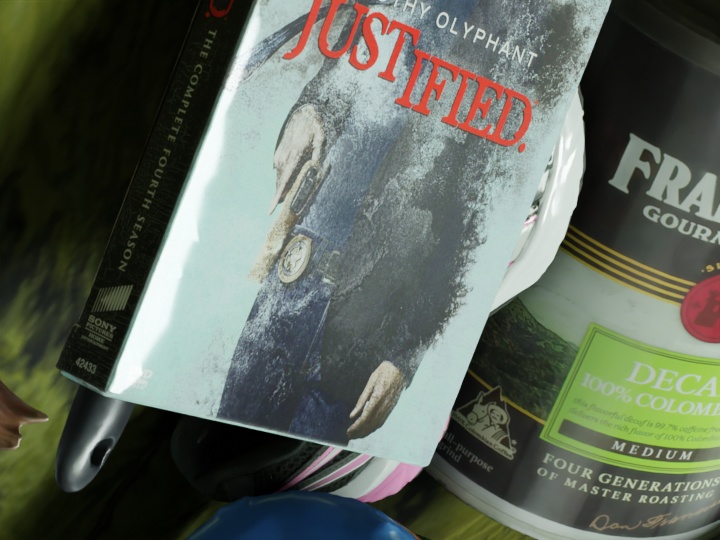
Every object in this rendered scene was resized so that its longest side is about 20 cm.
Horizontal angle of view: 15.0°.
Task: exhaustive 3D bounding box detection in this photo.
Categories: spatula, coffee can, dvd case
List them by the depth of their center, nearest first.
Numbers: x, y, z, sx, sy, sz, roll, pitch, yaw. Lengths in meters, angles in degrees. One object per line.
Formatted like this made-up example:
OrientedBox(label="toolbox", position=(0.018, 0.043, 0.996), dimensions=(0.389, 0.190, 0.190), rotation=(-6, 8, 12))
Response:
OrientedBox(label="dvd case", position=(0.007, -0.051, 0.729), dimensions=(0.146, 0.022, 0.201), rotation=(18, 93, -52))
OrientedBox(label="spatula", position=(-0.033, -0.029, 0.733), dimensions=(0.200, 0.021, 0.057), rotation=(-61, 160, -12))
OrientedBox(label="coffee can", position=(0.100, -0.027, 0.897), dimensions=(0.146, 0.146, 0.200), rotation=(-29, 149, -46))

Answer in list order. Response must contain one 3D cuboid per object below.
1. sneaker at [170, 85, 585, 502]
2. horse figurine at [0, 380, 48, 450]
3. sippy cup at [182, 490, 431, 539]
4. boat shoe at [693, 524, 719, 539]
OrientedBox(label="sneaker", position=(0.000, 0.000, 0.835), dimensions=(0.086, 0.080, 0.200), rotation=(-13, 131, -44))
OrientedBox(label="horse figurine", position=(-0.149, 0.012, 0.557), dimensions=(0.200, 0.050, 0.133), rotation=(-11, 118, -49))
OrientedBox(label="sippy cup", position=(-0.013, 0.132, 0.864), dimensions=(0.178, 0.140, 0.130), rotation=(-30, 158, -3))
OrientedBox(label="boat shoe", position=(0.153, 0.103, 0.972), dimensions=(0.200, 0.068, 0.057), rotation=(-34, 121, -55))
